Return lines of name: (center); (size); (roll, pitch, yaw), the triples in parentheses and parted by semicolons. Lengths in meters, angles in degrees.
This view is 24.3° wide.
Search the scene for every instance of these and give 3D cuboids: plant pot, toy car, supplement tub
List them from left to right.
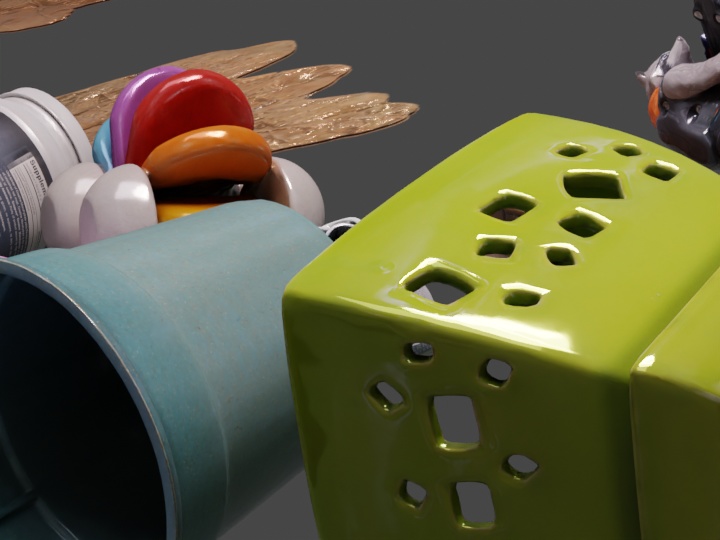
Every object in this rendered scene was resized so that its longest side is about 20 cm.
supplement tub: (-0.329, -0.058, 1.387); (0.139, 0.142, 0.200); (2, 27, 39)
plant pot: (-0.103, 0.061, 0.884); (0.199, 0.203, 0.195); (2, 19, 39)
toy car: (-0.132, -0.072, 1.210); (0.173, 0.152, 0.199); (-5, 7, -29)
plant pot: (0.105, 0.065, 0.698); (0.180, 0.202, 0.199); (10, 31, 35)

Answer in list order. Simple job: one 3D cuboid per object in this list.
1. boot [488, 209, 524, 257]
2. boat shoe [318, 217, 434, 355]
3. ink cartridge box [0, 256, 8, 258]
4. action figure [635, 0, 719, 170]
boot: (0.156, -0.033, 1.073); (0.153, 0.075, 0.200); (-20, 23, -22)
boat shoe: (-0.001, 0.000, 1.096); (0.069, 0.072, 0.201); (-22, 20, -15)
ink cartridge box: (-0.187, 0.025, 1.073); (0.198, 0.044, 0.196); (16, 0, -37)
action figure: (0.231, -0.114, 1.064); (0.104, 0.201, 0.193); (-32, 25, -7)
